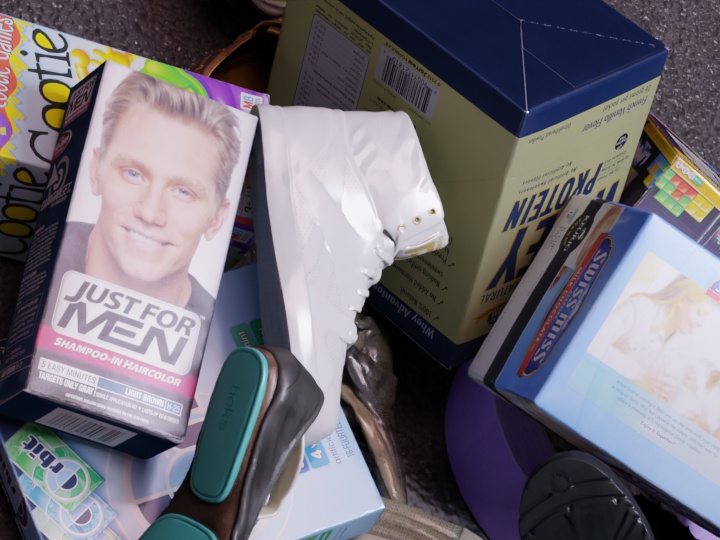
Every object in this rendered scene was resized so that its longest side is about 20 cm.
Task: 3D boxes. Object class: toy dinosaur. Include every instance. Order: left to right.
[{"bbox_3d":[-0.009,0.077,1.646,0.088,0.047,0.201,9,60,-35],"label":"toy dinosaur"}]

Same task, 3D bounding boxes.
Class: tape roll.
[{"bbox_3d":[0.155,0.110,1.711,0.199,0.066,0.201,16,53,-23],"label":"tape roll"}]

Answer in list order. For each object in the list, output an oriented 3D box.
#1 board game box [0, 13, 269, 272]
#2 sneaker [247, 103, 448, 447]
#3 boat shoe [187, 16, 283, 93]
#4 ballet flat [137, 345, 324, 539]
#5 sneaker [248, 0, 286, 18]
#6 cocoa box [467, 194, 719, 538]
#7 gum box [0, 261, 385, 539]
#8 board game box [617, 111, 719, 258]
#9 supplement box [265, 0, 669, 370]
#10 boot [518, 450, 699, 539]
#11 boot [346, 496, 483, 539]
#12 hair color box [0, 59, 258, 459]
[{"bbox_3d":[-0.166,-0.066,1.600,0.199,0.105,0.104,15,55,-22],"label":"board game box"},{"bbox_3d":[0.000,0.000,1.537,0.115,0.074,0.201,-2,79,-15],"label":"sneaker"},{"bbox_3d":[-0.049,-0.130,1.737,0.200,0.068,0.072,-30,79,-41],"label":"boat shoe"},{"bbox_3d":[-0.074,0.139,1.454,0.068,0.068,0.201,28,90,-43],"label":"ballet flat"},{"bbox_3d":[-0.021,-0.231,1.780,0.200,0.090,0.078,-25,82,-53],"label":"sneaker"},{"bbox_3d":[0.190,0.065,1.561,0.199,0.131,0.134,33,87,-16],"label":"cocoa box"},{"bbox_3d":[-0.110,0.099,1.538,0.199,0.045,0.171,-17,71,-22],"label":"gum box"},{"bbox_3d":[0.246,-0.013,1.734,0.200,0.057,0.165,40,11,-13],"label":"board game box"},{"bbox_3d":[0.054,-0.090,1.651,0.134,0.201,0.200,-25,53,-39],"label":"supplement box"},{"bbox_3d":[0.161,0.174,1.547,0.199,0.073,0.163,61,17,-9],"label":"boot"},{"bbox_3d":[0.053,0.235,1.564,0.200,0.072,0.155,35,47,-4],"label":"boot"},{"bbox_3d":[-0.132,-0.006,1.496,0.100,0.060,0.201,19,69,-22],"label":"hair color box"}]
